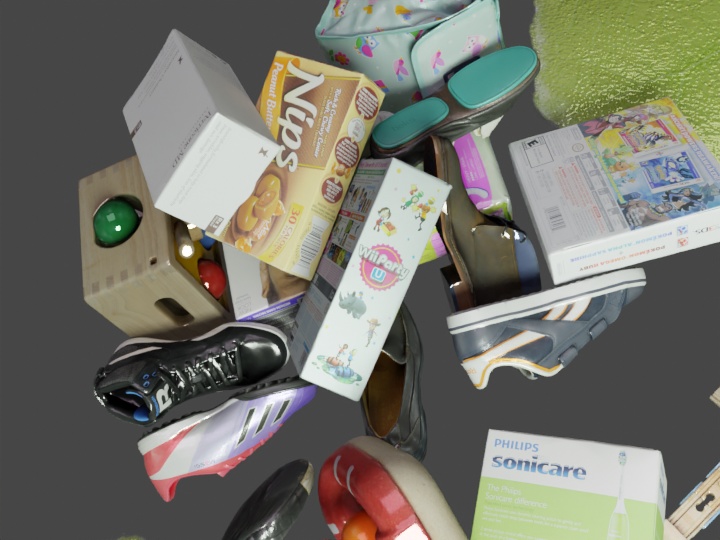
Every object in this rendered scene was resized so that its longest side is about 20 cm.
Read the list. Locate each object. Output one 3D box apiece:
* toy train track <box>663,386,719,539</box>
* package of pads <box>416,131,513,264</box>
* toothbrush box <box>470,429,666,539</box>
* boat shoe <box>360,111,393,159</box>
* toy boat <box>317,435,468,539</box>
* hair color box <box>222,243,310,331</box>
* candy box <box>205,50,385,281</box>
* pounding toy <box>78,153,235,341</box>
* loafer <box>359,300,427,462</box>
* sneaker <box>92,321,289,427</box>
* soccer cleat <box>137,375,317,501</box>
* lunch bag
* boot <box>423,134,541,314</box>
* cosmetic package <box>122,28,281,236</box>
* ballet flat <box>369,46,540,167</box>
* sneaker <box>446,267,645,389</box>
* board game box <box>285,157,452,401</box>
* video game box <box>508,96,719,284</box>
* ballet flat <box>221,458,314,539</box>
[{"bbox_3d":[0.323,0.165,0.661,0.199,0.033,0.115,-42,58,-6],"label":"toy train track"},{"bbox_3d":[0.060,-0.084,0.864,0.195,0.069,0.157,-18,57,9],"label":"package of pads"},{"bbox_3d":[0.164,0.246,0.629,0.142,0.086,0.204,1,63,27],"label":"toothbrush box"},{"bbox_3d":[-0.052,-0.142,0.853,0.195,0.070,0.072,-13,53,14],"label":"boat shoe"},{"bbox_3d":[0.002,0.223,0.638,0.129,0.200,0.132,-32,93,-14],"label":"toy boat"},{"bbox_3d":[-0.100,-0.034,0.891,0.107,0.065,0.204,-20,59,5],"label":"hair color box"},{"bbox_3d":[-0.067,-0.106,0.781,0.114,0.055,0.204,22,89,31],"label":"candy box"},{"bbox_3d":[-0.209,-0.022,0.835,0.139,0.201,0.187,-21,58,7],"label":"pounding toy"},{"bbox_3d":[0.026,0.091,0.775,0.071,0.073,0.204,-17,57,9],"label":"loafer"},{"bbox_3d":[-0.171,0.113,0.788,0.195,0.075,0.112,-8,21,6],"label":"sneaker"},{"bbox_3d":[-0.128,0.167,0.797,0.196,0.068,0.075,-23,82,-1],"label":"soccer cleat"},{"bbox_3d":[0.071,-0.246,0.887,0.195,0.171,0.124,5,62,23],"label":"lunch bag"},{"bbox_3d":[0.120,-0.046,0.765,0.095,0.204,0.075,-14,28,-1],"label":"boot"},{"bbox_3d":[-0.165,-0.142,0.780,0.114,0.080,0.201,-52,40,15],"label":"cosmetic package"},{"bbox_3d":[0.099,-0.163,0.814,0.197,0.069,0.069,-28,55,-1],"label":"ballet flat"},{"bbox_3d":[0.184,0.055,0.743,0.195,0.078,0.081,-16,85,-3],"label":"sneaker"},{"bbox_3d":[0.000,0.000,0.727,0.063,0.147,0.204,22,93,-13],"label":"board game box"},{"bbox_3d":[0.255,-0.086,0.779,0.178,0.047,0.202,-17,38,11],"label":"video game box"},{"bbox_3d":[-0.103,0.271,0.741,0.202,0.057,0.066,-56,25,-19],"label":"ballet flat"}]
